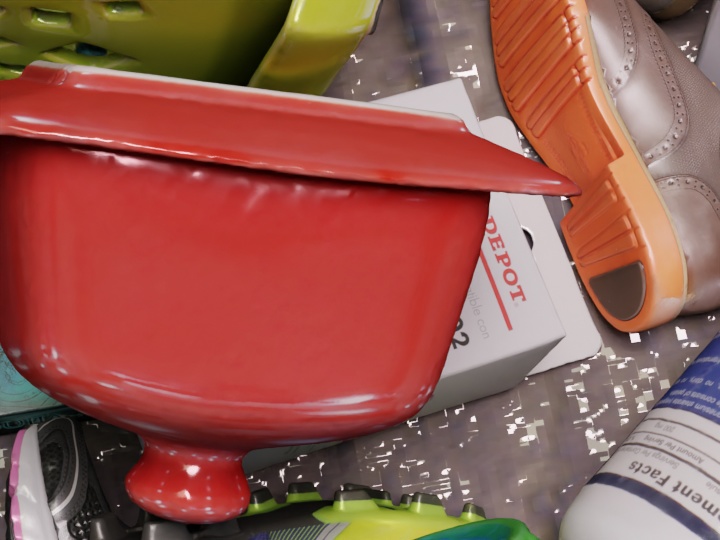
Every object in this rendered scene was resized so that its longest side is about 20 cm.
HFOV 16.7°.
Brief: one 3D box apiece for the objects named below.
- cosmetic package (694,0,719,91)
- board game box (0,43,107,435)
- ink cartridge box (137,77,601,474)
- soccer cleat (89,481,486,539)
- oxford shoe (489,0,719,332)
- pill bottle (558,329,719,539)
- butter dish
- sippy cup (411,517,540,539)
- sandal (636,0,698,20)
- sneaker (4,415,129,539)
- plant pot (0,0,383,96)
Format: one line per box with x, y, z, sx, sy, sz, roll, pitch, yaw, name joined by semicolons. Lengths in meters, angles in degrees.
0.204;-0.171;1.034;0.071;0.102;0.201;18;69;5;cosmetic package
-0.115;-0.038;1.009;0.134;0.028;0.201;-9;71;-6;board game box
0.000;0.000;0.958;0.199;0.068;0.116;-17;76;-21;ink cartridge box
-0.025;0.123;0.904;0.199;0.064;0.084;-1;90;-46;soccer cleat
0.109;-0.073;1.020;0.072;0.071;0.201;-11;76;-25;oxford shoe
0.146;0.096;0.927;0.111;0.111;0.200;40;73;11;pill bottle
-0.050;0.011;0.825;0.199;0.199;0.149;7;93;-14;butter dish
0.017;0.166;0.787;0.177;0.140;0.131;-25;94;-15;sippy cup
0.123;-0.206;1.054;0.054;0.082;0.201;11;76;-20;sandal
-0.076;0.150;0.926;0.086;0.080;0.201;-16;82;-15;sneaker
-0.075;-0.163;0.932;0.180;0.200;0.200;18;75;-8;plant pot
